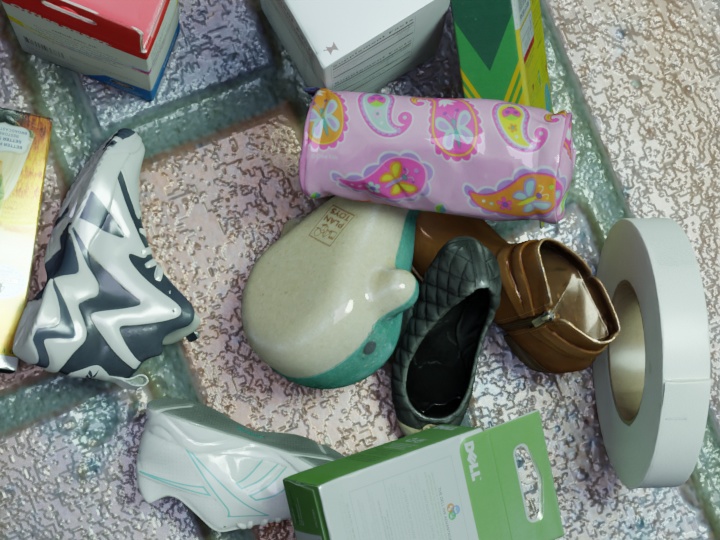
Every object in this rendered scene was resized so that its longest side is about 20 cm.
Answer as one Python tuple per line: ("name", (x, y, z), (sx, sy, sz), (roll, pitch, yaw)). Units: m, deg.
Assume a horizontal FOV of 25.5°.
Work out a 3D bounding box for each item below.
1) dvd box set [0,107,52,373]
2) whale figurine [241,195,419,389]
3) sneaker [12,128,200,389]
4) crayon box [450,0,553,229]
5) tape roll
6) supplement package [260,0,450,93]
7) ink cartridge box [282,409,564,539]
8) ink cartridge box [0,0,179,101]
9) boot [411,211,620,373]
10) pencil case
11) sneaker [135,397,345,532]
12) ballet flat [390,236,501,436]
("dvd box set", (-0.319, -0.031, 1.207), (0.145, 0.029, 0.202), (11, 77, -20))
("whale figurine", (0.000, 0.000, 1.217), (0.104, 0.159, 0.201), (42, 79, -41))
("sneaker", (-0.173, 0.000, 1.224), (0.129, 0.079, 0.201), (27, 58, -22))
("crayon box", (0.112, -0.144, 1.216), (0.050, 0.127, 0.202), (-4, 111, 15))
("tape roll", (0.214, 0.061, 1.189), (0.037, 0.203, 0.205), (-1, 83, -7))
("supplement package", (-0.008, -0.204, 1.193), (0.109, 0.200, 0.114), (-31, 87, -3))
("ink cartridge box", (0.049, 0.177, 1.182), (0.198, 0.059, 0.105), (-16, 96, -29))
("ink cartridge box", (-0.198, -0.196, 1.177), (0.115, 0.200, 0.068), (21, 81, -3))
("boot", (0.111, -0.005, 1.208), (0.200, 0.155, 0.074), (42, 76, -1))
("pencil case", (0.053, -0.083, 1.140), (0.198, 0.087, 0.089), (6, 82, 12))
("sneaker", (-0.078, 0.163, 1.221), (0.198, 0.070, 0.081), (18, 98, -1))
("ballet flat", (0.061, 0.064, 1.195), (0.066, 0.057, 0.202), (4, 128, -8))
